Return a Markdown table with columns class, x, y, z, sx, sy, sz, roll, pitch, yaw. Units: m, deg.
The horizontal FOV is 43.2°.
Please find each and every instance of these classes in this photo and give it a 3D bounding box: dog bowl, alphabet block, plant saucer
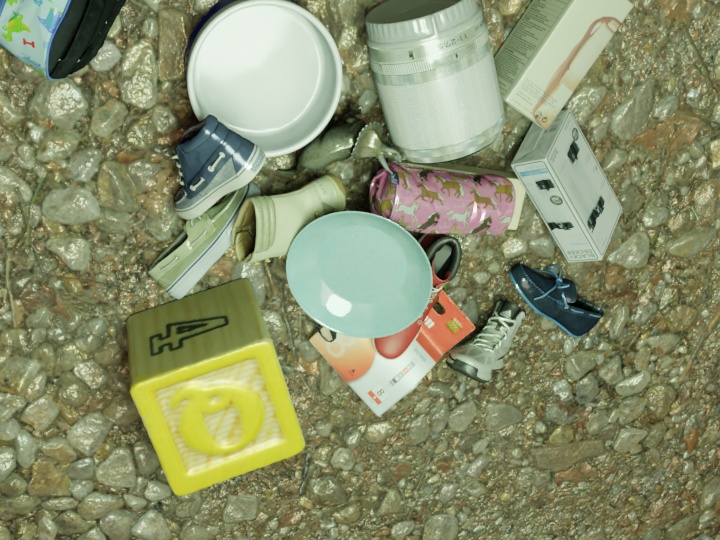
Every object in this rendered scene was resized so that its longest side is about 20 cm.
| class | x | y | z | sx | sy | sz | roll | pitch | yaw |
| --- | --- | --- | --- | --- | --- | --- | --- | --- | --- |
| dog bowl | -0.127 | -0.254 | 1.178 | 0.198 | 0.079 | 0.202 | -7 | 116 | -13 |
| alphabet block | -0.206 | 0.157 | 1.277 | 0.194 | 0.200 | 0.197 | -20 | 119 | -7 |
| plant saucer | 0.000 | 0.000 | 1.223 | 0.198 | 0.039 | 0.203 | 5 | 123 | 8 |

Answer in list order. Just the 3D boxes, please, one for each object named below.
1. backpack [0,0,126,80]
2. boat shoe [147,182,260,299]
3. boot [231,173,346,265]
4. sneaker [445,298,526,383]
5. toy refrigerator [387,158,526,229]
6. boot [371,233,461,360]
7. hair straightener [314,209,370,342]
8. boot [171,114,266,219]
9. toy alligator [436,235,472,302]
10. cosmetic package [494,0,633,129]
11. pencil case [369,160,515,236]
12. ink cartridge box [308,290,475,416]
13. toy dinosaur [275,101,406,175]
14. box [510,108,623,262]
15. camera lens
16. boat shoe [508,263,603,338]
| class | x | y | z | sx | sy | sz | roll | pitch | yaw |
| --- | --- | --- | --- | --- | --- | --- | --- | --- | --- |
| backpack | -0.342 | -0.331 | 1.027 | 0.146 | 0.183 | 0.201 | 28 | 109 | -2 |
| boat shoe | -0.216 | -0.047 | 1.254 | 0.062 | 0.072 | 0.200 | 36 | 101 | -21 |
| boot | -0.104 | -0.030 | 1.252 | 0.154 | 0.072 | 0.202 | -19 | 136 | -36 |
| sneaker | 0.194 | 0.098 | 1.396 | 0.075 | 0.200 | 0.116 | 25 | 103 | 18 |
| toy refrigerator | 0.134 | -0.114 | 1.327 | 0.198 | 0.070 | 0.077 | 5 | 106 | -19 |
| boot | 0.077 | 0.040 | 1.274 | 0.072 | 0.144 | 0.202 | 25 | 94 | -6 |
| hair straightener | -0.022 | 0.007 | 1.337 | 0.041 | 0.077 | 0.202 | 14 | 96 | -44 |
| boot | -0.208 | -0.135 | 1.169 | 0.090 | 0.073 | 0.199 | 38 | 143 | -24 |
| toy alligator | 0.109 | 0.022 | 1.389 | 0.059 | 0.054 | 0.200 | 35 | 101 | -27 |
| cosmetic package | 0.266 | -0.310 | 1.255 | 0.087 | 0.104 | 0.201 | 27 | 106 | -27 |
| pencil case | 0.114 | -0.095 | 1.236 | 0.198 | 0.083 | 0.087 | 4 | 122 | -24 |
| ink cartridge box | 0.047 | 0.097 | 1.360 | 0.200 | 0.050 | 0.162 | -41 | 95 | 19 |
| toy dinosaur | -0.036 | -0.170 | 1.218 | 0.198 | 0.102 | 0.078 | -8 | 113 | 18 |
| box | 0.309 | -0.121 | 1.345 | 0.200 | 0.060 | 0.117 | 51 | 52 | -29 |
| camera lens | 0.099 | -0.253 | 1.198 | 0.158 | 0.160 | 0.202 | -21 | 118 | -6 |
| boat shoe | 0.312 | 0.034 | 1.446 | 0.068 | 0.085 | 0.199 | -38 | 135 | 25 |
